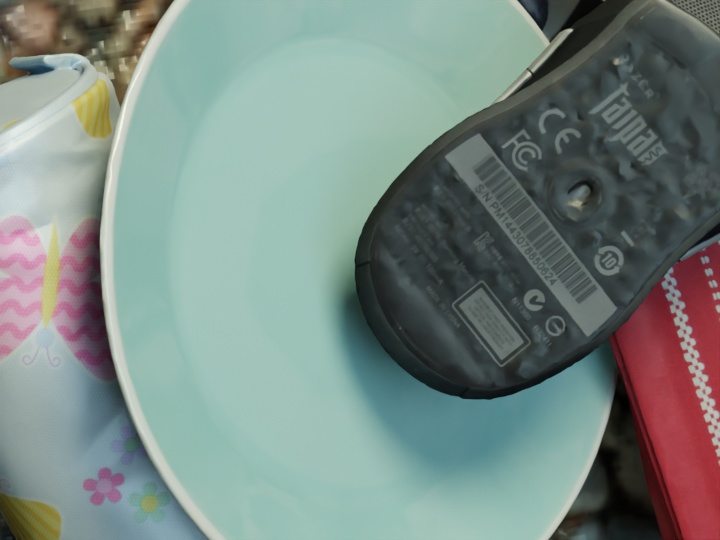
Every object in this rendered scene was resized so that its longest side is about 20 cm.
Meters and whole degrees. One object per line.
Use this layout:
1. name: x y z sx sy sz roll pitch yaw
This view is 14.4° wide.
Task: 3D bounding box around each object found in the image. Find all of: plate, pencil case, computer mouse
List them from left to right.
1. pencil case: -0.068 0.040 0.820 0.090 0.083 0.201 -33 106 -14
2. plate: 0.000 0.000 0.815 0.199 0.025 0.202 7 80 -41
3. computer mouse: 0.104 -0.022 0.803 0.200 0.046 0.140 -44 94 4

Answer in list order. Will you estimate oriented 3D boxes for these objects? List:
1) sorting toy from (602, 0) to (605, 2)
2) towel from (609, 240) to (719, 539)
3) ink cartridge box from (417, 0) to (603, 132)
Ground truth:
1. sorting toy: 0.141 -0.119 0.859 0.199 0.107 0.181 -28 107 -26
2. towel: 0.169 0.013 0.836 0.199 0.022 0.146 -17 100 14
3. ink cartridge box: 0.074 -0.076 0.905 0.199 0.043 0.200 11 88 -27
